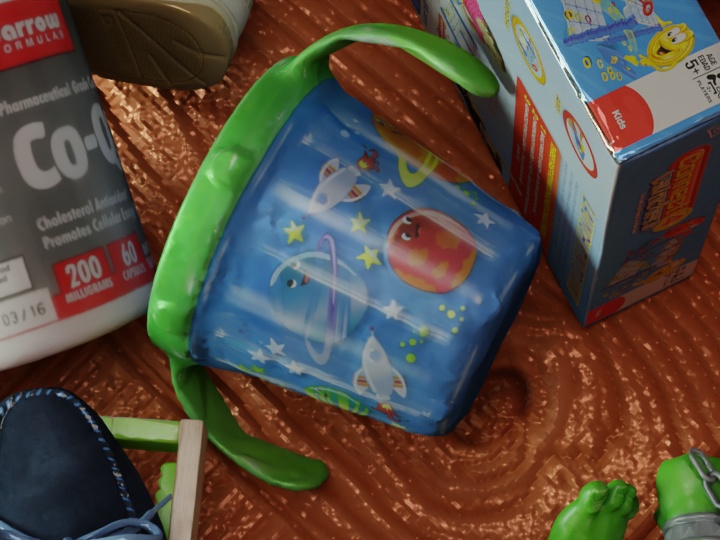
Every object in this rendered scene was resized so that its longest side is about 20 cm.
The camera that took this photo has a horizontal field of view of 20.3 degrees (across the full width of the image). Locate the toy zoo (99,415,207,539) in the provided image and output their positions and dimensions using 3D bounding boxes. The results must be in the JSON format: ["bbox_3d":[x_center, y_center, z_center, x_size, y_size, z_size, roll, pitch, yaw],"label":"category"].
[{"bbox_3d":[-0.167,0.120,0.821,0.199,0.020,0.132,4,70,4],"label":"toy zoo"}]

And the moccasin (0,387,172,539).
[{"bbox_3d":[-0.099,0.133,0.766,0.080,0.068,0.201,-20,70,-6],"label":"moccasin"}]

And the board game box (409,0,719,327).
[{"bbox_3d":[0.075,-0.100,0.811,0.056,0.200,0.197,-25,73,-6],"label":"board game box"}]

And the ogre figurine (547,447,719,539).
[{"bbox_3d":[0.082,0.165,0.794,0.199,0.098,0.120,-21,54,-15],"label":"ogre figurine"}]

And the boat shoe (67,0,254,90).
[{"bbox_3d":[-0.138,-0.135,0.922,0.199,0.074,0.069,15,53,18],"label":"boat shoe"}]

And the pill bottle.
[{"bbox_3d":[-0.165,-0.063,0.841,0.113,0.114,0.201,-18,97,2],"label":"pill bottle"}]

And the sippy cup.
[{"bbox_3d":[0.000,0.000,0.828,0.130,0.178,0.140,27,55,9],"label":"sippy cup"}]
